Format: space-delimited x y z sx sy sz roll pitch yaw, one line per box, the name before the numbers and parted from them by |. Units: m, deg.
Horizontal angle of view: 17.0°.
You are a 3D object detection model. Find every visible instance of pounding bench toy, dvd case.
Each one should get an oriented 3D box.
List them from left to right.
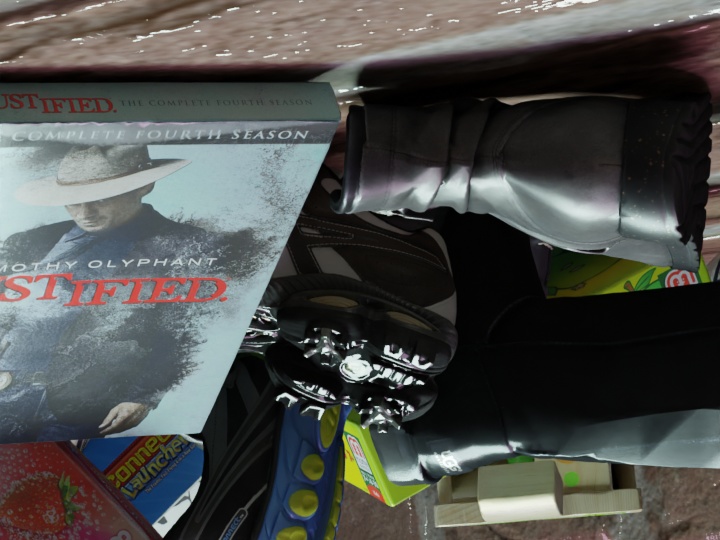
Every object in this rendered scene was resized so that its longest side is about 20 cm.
dvd case | -0.103 0.002 0.865 0.146 0.022 0.200 -1 144 -23
pounding bench toy | 0.102 0.072 1.457 0.124 0.157 0.200 -5 174 6

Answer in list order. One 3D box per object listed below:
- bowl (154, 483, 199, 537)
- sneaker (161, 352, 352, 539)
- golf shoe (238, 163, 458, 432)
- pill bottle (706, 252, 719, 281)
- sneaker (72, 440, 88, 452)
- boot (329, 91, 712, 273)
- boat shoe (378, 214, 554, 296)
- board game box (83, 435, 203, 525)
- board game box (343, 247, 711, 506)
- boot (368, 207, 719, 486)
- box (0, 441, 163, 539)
bowl | -0.135 0.077 1.440 0.200 0.201 0.094 -3 130 -19
sneaker | -0.042 0.046 1.034 0.082 0.200 0.071 1 147 18
golf shoe | -0.055 -0.008 0.972 0.199 0.095 0.078 22 140 -10
pill bottle | 0.249 0.016 1.257 0.115 0.116 0.200 -4 173 -13
sneaker | -0.115 0.031 1.089 0.085 0.077 0.200 -17 156 -27
boot | 0.063 -0.040 0.902 0.131 0.070 0.200 3 175 12
boat shoe | 0.000 0.000 1.142 0.199 0.063 0.073 -3 173 -19
board game box | -0.109 0.076 1.277 0.200 0.056 0.196 -45 -172 -20
board game box | 0.072 0.042 1.219 0.200 0.048 0.102 -28 -163 -17
boot | 0.117 0.016 1.001 0.199 0.165 0.066 -9 136 28
box | -0.184 0.075 1.001 0.095 0.200 0.103 -44 176 -5
